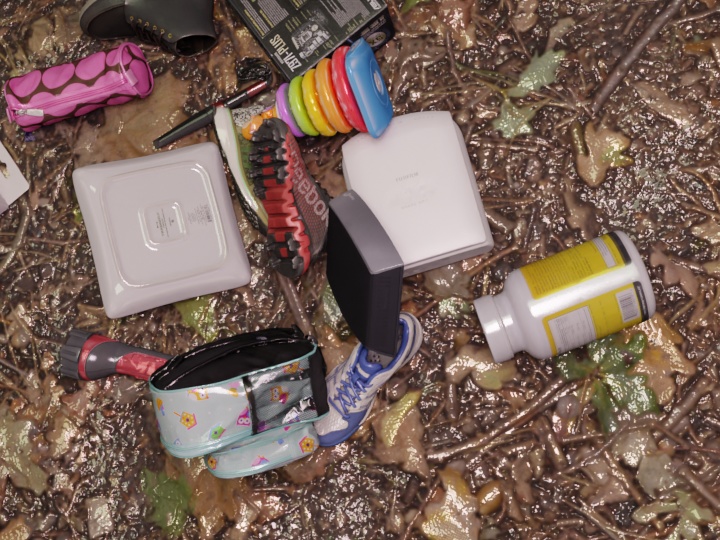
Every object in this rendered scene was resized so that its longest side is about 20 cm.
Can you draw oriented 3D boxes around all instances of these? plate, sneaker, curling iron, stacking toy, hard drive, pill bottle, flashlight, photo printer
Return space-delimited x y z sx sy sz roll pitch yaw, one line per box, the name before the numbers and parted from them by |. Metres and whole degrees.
plate | -0.256 -0.059 1.196 0.197 0.032 0.203 -14 84 -19
sneaker | -0.083 -0.098 1.171 0.070 0.097 0.204 4 111 43
sneaker | -0.003 0.129 1.133 0.075 0.088 0.201 36 88 14
curling iron | -0.205 -0.229 1.278 0.199 0.026 0.050 -37 65 2
sneaker | -0.133 -0.141 1.227 0.087 0.077 0.203 -20 79 -8
stacking toy | -0.066 -0.209 1.170 0.197 0.117 0.111 -15 114 19
hard drive | 0.000 0.000 1.091 0.042 0.201 0.137 -5 120 -16
sneaker | -0.300 -0.344 1.288 0.197 0.075 0.108 -15 68 6
pill bottle | 0.239 0.038 1.094 0.197 0.112 0.114 -21 75 6
flashlight | -0.291 0.128 1.197 0.197 0.068 0.069 13 80 14
photo printer | 0.067 -0.101 1.177 0.164 0.069 0.203 -16 76 7

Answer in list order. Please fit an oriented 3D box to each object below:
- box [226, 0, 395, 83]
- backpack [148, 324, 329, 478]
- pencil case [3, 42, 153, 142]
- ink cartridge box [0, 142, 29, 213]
box | -0.075 -0.358 1.248 0.163 0.086 0.201 -38 74 1
backpack | -0.148 0.156 1.088 0.196 0.175 0.156 -7 99 -18
pencil case | -0.394 -0.253 1.283 0.197 0.094 0.092 -17 106 8
ink cartridge box | -0.585 -0.104 1.300 0.199 0.068 0.116 -40 75 0
